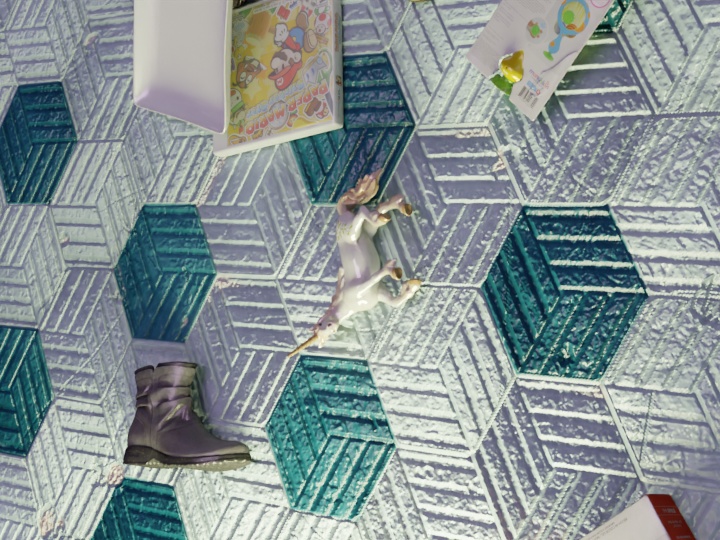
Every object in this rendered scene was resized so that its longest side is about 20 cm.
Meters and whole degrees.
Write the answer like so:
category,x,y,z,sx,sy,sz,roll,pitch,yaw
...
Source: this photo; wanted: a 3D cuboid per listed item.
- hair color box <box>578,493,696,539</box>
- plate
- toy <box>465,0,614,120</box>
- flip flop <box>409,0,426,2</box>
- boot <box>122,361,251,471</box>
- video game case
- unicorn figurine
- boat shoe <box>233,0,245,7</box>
category,x,y,z,sx,sy,sz,roll,pitch,yaw
hair color box,0.276,0.318,1.156,0.111,0.064,0.202,-40,62,24
plate,-0.218,-0.289,1.605,0.198,0.032,0.203,22,116,43
toy,0.205,-0.267,1.321,0.115,0.047,0.201,48,114,29
flip flop,0.015,-0.371,1.477,0.200,0.057,0.082,40,106,35
boot,-0.212,0.173,1.555,0.197,0.069,0.134,-2,76,33
video game case,-0.104,-0.247,1.569,0.198,0.023,0.185,-9,77,36
unicorn figurine,0.000,0.000,1.425,0.136,0.073,0.203,-18,57,44
boat shoe,-0.164,-0.361,1.610,0.198,0.073,0.066,-9,81,46
